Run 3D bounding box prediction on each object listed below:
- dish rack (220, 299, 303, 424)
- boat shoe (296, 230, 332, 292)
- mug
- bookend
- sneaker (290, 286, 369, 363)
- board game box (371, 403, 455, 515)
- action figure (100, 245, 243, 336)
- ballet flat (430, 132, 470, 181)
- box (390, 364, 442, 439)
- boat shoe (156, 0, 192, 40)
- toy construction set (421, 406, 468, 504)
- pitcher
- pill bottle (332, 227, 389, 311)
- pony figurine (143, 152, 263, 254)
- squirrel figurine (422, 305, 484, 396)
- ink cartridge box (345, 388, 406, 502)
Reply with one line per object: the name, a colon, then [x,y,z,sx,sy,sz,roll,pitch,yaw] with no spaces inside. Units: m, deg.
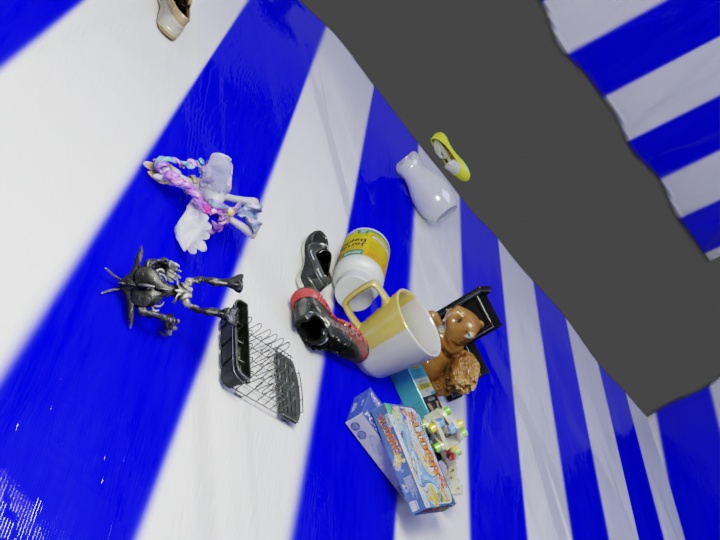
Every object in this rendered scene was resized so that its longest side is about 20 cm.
dish rack: [-0.153,0.157,1.422,0.199,0.054,0.155,39,31,-39]
boat shoe: [-0.082,-0.022,1.773,0.072,0.067,0.201,45,25,-23]
mug: [0.054,0.124,1.757,0.149,0.152,0.189,9,53,-60]
bookend: [0.257,0.173,2.054,0.203,0.197,0.092,64,22,12]
sneaker: [-0.058,0.123,1.635,0.200,0.070,0.099,44,26,-26]
board game box: [0.099,0.348,1.607,0.135,0.034,0.203,21,42,-59]
action figure: [-0.274,0.036,1.266,0.196,0.102,0.121,9,75,-12]
ballet flat: [0.308,-0.392,3.040,0.067,0.067,0.202,-26,82,-46]
box: [0.121,0.263,1.857,0.082,0.049,0.203,0,61,-63]
boat shoe: [-0.382,-0.564,1.816,0.073,0.069,0.203,35,33,-43]
toy construction set: [0.171,0.360,1.725,0.131,0.091,0.204,-142,-138,-60]
pitcher: [0.200,-0.236,2.565,0.201,0.121,0.171,53,6,16]
pill bottle: [0.000,0.000,1.851,0.113,0.112,0.201,50,25,-18]
pony figurine: [-0.256,-0.120,1.468,0.199,0.168,0.192,24,8,-48]
squirrel figurine: [0.203,0.180,1.949,0.202,0.185,0.141,60,23,5]
ink cartridge box: [0.053,0.331,1.641,0.201,0.044,0.094,54,22,-11]
